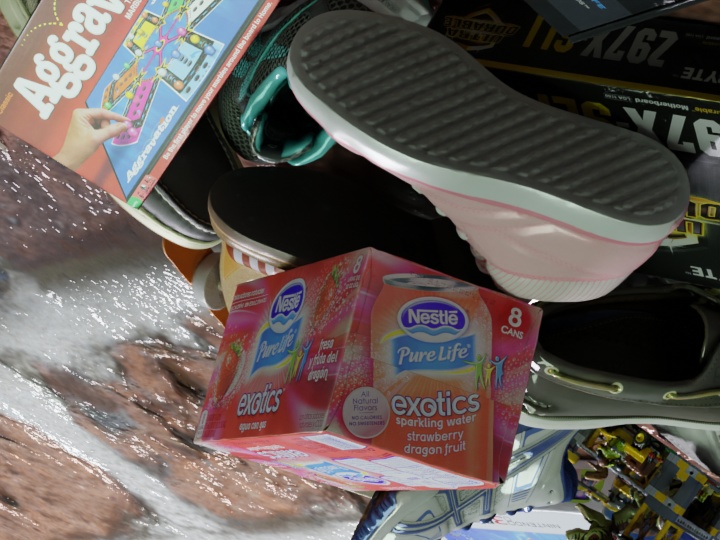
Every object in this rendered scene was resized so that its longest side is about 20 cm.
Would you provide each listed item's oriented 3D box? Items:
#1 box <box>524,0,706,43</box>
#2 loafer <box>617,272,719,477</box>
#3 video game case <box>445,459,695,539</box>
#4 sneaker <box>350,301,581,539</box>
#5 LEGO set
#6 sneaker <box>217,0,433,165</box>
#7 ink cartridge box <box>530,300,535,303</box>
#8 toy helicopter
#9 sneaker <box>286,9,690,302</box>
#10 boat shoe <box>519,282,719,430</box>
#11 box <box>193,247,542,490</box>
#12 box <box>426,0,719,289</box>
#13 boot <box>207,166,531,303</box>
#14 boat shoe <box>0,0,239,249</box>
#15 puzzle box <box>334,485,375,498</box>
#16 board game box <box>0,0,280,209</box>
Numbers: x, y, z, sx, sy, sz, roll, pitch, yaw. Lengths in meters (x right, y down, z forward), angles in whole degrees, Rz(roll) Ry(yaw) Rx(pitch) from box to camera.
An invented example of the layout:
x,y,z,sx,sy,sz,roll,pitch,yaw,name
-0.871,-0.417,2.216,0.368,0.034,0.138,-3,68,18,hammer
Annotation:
x,y,z,sx,sy,sz,roll,pitch,yaw,name
0.094,-0.190,0.883,0.200,0.050,0.198,40,152,-26,box
0.177,0.054,1.227,0.070,0.070,0.200,-2,134,52,loafer
0.159,0.203,1.529,0.181,0.046,0.200,-2,142,46,video game case
0.071,0.114,1.193,0.088,0.075,0.200,38,111,-6,sneaker
0.158,0.158,1.285,0.154,0.116,0.200,35,-179,29,LEGO set
-0.039,-0.091,1.132,0.077,0.091,0.200,34,153,-8,sneaker
0.033,0.028,1.331,0.199,0.045,0.177,18,135,17,ink cartridge box
-0.070,-0.020,1.281,0.132,0.079,0.201,-9,111,52,toy helicopter
0.050,-0.045,1.042,0.200,0.076,0.105,24,149,0,sneaker
0.168,0.041,1.125,0.201,0.072,0.060,-4,153,-15,boat shoe
0.000,0.057,1.123,0.102,0.095,0.200,19,167,-19,box
0.140,-0.058,1.075,0.199,0.049,0.160,12,148,28,box
0.000,0.000,1.197,0.199,0.074,0.075,16,139,-24,boot
-0.124,-0.099,1.178,0.200,0.073,0.065,53,147,-13,boat shoe
0.003,0.108,1.391,0.133,0.026,0.200,17,-172,11,puzzle box
-0.109,-0.128,1.108,0.103,0.019,0.200,32,124,-8,board game box
